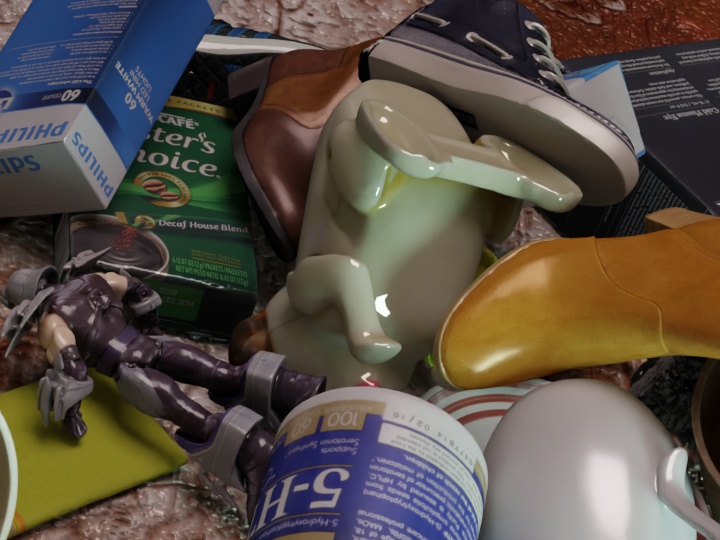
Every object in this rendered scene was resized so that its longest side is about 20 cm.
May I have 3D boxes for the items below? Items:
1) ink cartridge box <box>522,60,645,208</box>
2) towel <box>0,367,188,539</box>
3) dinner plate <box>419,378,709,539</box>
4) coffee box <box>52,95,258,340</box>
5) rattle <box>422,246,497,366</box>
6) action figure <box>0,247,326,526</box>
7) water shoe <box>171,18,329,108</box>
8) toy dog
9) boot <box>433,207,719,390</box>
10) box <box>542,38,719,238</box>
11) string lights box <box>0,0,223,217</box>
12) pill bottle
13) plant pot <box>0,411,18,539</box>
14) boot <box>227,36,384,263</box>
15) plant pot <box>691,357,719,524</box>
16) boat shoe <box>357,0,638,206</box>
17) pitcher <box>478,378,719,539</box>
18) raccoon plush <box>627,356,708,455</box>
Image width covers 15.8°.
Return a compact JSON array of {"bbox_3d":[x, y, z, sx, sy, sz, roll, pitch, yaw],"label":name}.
[{"bbox_3d":[0.071,-0.072,1.699,0.116,0.199,0.068,-30,104,-57],"label":"ink cartridge box"},{"bbox_3d":[-0.190,0.107,1.416,0.199,0.018,0.086,-19,58,-46],"label":"towel"},{"bbox_3d":[0.115,0.135,1.548,0.199,0.024,0.201,16,35,-12],"label":"dinner plate"},{"bbox_3d":[-0.131,-0.042,1.624,0.122,0.044,0.201,12,35,-14],"label":"coffee box"},{"bbox_3d":[0.115,-0.009,1.639,0.199,0.144,0.130,2,7,-15],"label":"rattle"},{"bbox_3d":[-0.123,0.055,1.458,0.199,0.070,0.130,30,42,8],"label":"action figure"},{"bbox_3d":[-0.087,-0.146,1.768,0.199,0.072,0.079,12,34,-17],"label":"water shoe"},{"bbox_3d":[0.000,0.000,1.504,0.139,0.201,0.194,9,22,-43],"label":"toy dog"},{"bbox_3d":[0.153,0.024,1.407,0.200,0.071,0.144,-25,26,-22],"label":"boot"},{"bbox_3d":[0.241,-0.063,1.817,0.199,0.104,0.182,-10,45,-39],"label":"box"},{"bbox_3d":[-0.170,-0.124,1.608,0.102,0.059,0.201,-3,44,32],"label":"string lights box"},{"bbox_3d":[-0.007,0.170,1.332,0.119,0.120,0.201,20,46,-5],"label":"pill bottle"},{"bbox_3d":[-0.289,0.069,1.285,0.186,0.188,0.200,1,26,-29],"label":"plant pot"},{"bbox_3d":[0.021,-0.095,1.641,0.199,0.069,0.189,-17,31,6],"label":"boot"},{"bbox_3d":[0.280,0.146,1.454,0.186,0.201,0.188,-4,45,4],"label":"plant pot"},{"bbox_3d":[0.099,-0.113,1.550,0.199,0.075,0.093,27,58,30],"label":"boat shoe"},{"bbox_3d":[0.142,0.149,1.386,0.121,0.171,0.201,29,39,-34],"label":"pitcher"},{"bbox_3d":[0.240,0.089,1.554,0.134,0.097,0.200,39,-7,-3],"label":"raccoon plush"}]
